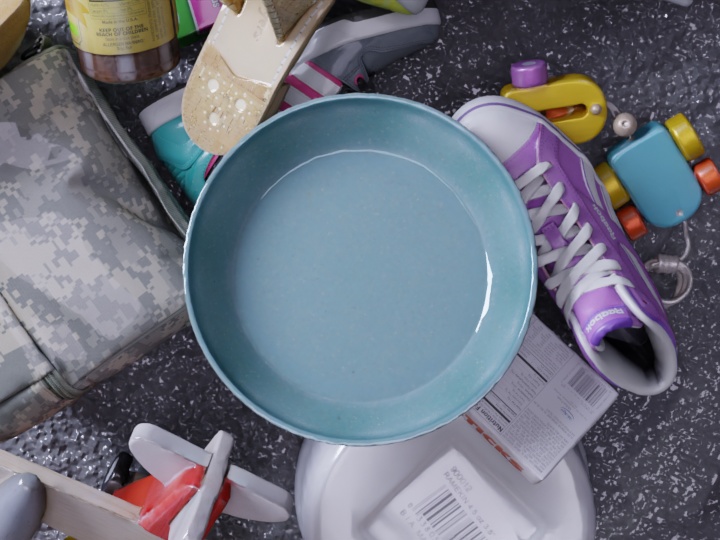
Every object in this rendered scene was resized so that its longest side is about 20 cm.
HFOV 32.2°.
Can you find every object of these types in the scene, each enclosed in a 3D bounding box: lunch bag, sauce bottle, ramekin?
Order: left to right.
[{"bbox_3d":[-0.193,-0.018,0.761,0.167,0.139,0.200,-33,93,9],"label":"lunch bag"},{"bbox_3d":[-0.142,-0.206,0.691,0.064,0.065,0.201,-3,121,0],"label":"sauce bottle"},{"bbox_3d":[0.055,0.152,0.798,0.200,0.098,0.201,0,95,1],"label":"ramekin"}]

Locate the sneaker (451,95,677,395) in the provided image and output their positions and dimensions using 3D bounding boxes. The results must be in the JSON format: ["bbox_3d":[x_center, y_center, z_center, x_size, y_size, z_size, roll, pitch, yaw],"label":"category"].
[{"bbox_3d":[0.126,-0.013,0.732,0.073,0.114,0.201,-38,105,14],"label":"sneaker"}]

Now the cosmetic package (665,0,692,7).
[{"bbox_3d":[0.097,-0.221,0.726,0.199,0.113,0.081,11,103,-19],"label":"cosmetic package"}]

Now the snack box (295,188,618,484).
[{"bbox_3d":[0.055,0.031,0.742,0.200,0.024,0.072,44,75,7],"label":"snack box"}]

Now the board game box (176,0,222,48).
[{"bbox_3d":[-0.063,-0.249,0.791,0.199,0.040,0.154,-23,95,2],"label":"board game box"}]

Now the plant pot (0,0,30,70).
[{"bbox_3d":[-0.276,-0.107,0.737,0.199,0.200,0.028,-27,118,2],"label":"plant pot"}]

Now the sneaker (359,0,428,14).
[{"bbox_3d":[-0.052,-0.193,0.746,0.199,0.075,0.077,26,102,8],"label":"sneaker"}]

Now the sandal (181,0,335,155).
[{"bbox_3d":[-0.058,-0.154,0.679,0.077,0.070,0.212,30,116,13],"label":"sandal"}]

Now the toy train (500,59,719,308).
[{"bbox_3d":[0.128,-0.055,0.806,0.199,0.056,0.151,16,110,-6],"label":"toy train"}]

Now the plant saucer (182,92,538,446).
[{"bbox_3d":[0.000,0.000,0.713,0.199,0.036,0.201,0,80,0],"label":"plant saucer"}]

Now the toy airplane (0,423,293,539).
[{"bbox_3d":[-0.124,0.171,0.733,0.199,0.199,0.142,9,61,28],"label":"toy airplane"}]

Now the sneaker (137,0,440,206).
[{"bbox_3d":[-0.027,-0.084,0.784,0.199,0.084,0.121,-22,92,6],"label":"sneaker"}]
